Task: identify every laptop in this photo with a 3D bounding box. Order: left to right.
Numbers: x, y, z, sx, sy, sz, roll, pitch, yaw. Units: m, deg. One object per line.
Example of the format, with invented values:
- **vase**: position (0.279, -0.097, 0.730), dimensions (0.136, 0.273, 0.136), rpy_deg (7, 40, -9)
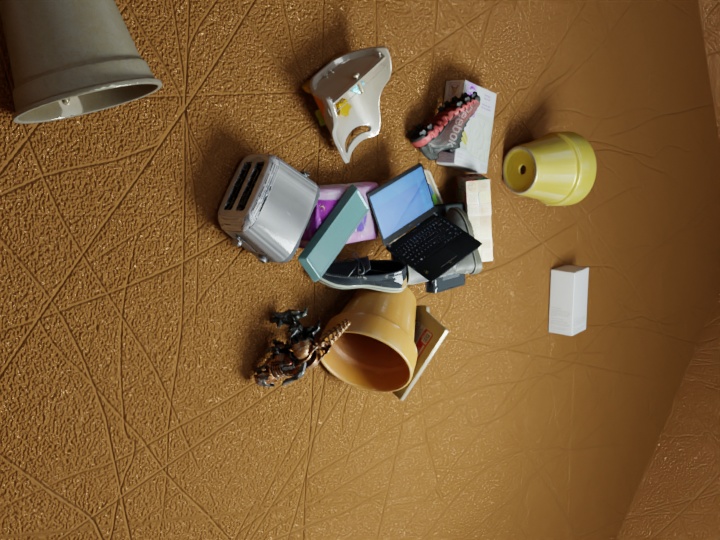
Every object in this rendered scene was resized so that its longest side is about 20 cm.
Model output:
- **laptop**: position (0.135, -0.102, 1.539), dimensions (0.177, 0.200, 0.103), rpy_deg (-34, 150, -35)

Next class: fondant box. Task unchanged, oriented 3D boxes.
- **fondant box**: position (0.258, -0.346, 1.811), dimensions (0.144, 0.058, 0.200), rpy_deg (5, 92, -49)

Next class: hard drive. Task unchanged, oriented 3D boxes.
- **hard drive**: position (0.199, -0.056, 1.747), dimensions (0.140, 0.033, 0.200), rpy_deg (-12, 103, -51)

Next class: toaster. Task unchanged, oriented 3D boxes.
- **toaster**: position (-0.162, -0.120, 1.330), dimensions (0.129, 0.114, 0.200), rpy_deg (36, 72, -43)

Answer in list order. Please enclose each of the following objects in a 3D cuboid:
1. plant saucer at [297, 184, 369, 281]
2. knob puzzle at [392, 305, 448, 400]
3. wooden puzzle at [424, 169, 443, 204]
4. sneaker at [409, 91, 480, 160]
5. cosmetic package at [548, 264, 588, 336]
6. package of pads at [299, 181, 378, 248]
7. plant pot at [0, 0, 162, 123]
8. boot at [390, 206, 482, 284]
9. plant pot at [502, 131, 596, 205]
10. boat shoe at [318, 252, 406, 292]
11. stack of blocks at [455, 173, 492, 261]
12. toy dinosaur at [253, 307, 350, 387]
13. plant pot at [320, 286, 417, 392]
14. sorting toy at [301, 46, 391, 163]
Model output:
- **plant saucer**: position (-0.046, -0.072, 1.427), dimensions (0.200, 0.019, 0.070), rpy_deg (-55, 133, -26)
- **knob puzzle**: position (0.097, 0.164, 1.614), dimensions (0.030, 0.220, 0.220), rpy_deg (28, 75, -32)
- **wooden puzzle**: position (0.139, -0.105, 1.725), dimensions (0.200, 0.046, 0.185), rpy_deg (-50, 131, -30)
- **sneaker**: position (0.206, -0.326, 1.709), dimensions (0.200, 0.071, 0.098), rpy_deg (-41, 116, -13)
- **cosmetic package**: position (0.644, 0.090, 2.306), dimensions (0.108, 0.085, 0.200), rpy_deg (-11, 104, -48)
- **package of pads**: position (-0.046, -0.113, 1.491), dimensions (0.200, 0.076, 0.121), rpy_deg (-12, 103, -47)
- **plant pot**: position (-0.391, -0.312, 0.997), dimensions (0.200, 0.200, 0.184), rpy_deg (-25, 103, -44)
- **boot**: position (0.154, -0.056, 1.620), dimensions (0.200, 0.073, 0.182), rpy_deg (-6, 60, -22)
- **plant pot**: position (0.494, -0.271, 2.003), dimensions (0.189, 0.201, 0.201), rpy_deg (-7, 102, -33)
- **boat shoe**: position (0.000, 0.000, 1.507), dimensions (0.075, 0.200, 0.062), rpy_deg (-96, -165, -53)
- **stack of blocks**: position (0.276, -0.130, 1.819), dimensions (0.059, 0.115, 0.200), rpy_deg (-6, 105, -4)
- **toy dinosaur**: position (-0.110, 0.149, 1.411), dimensions (0.200, 0.136, 0.102), rpy_deg (-13, 131, -4)
- **plant pot**: position (0.034, 0.121, 1.551), dimensions (0.200, 0.200, 0.183), rpy_deg (60, 39, -36)
- **sorting toy**: position (-0.020, -0.316, 1.477), dimensions (0.200, 0.107, 0.180), rpy_deg (-49, 137, -33)
